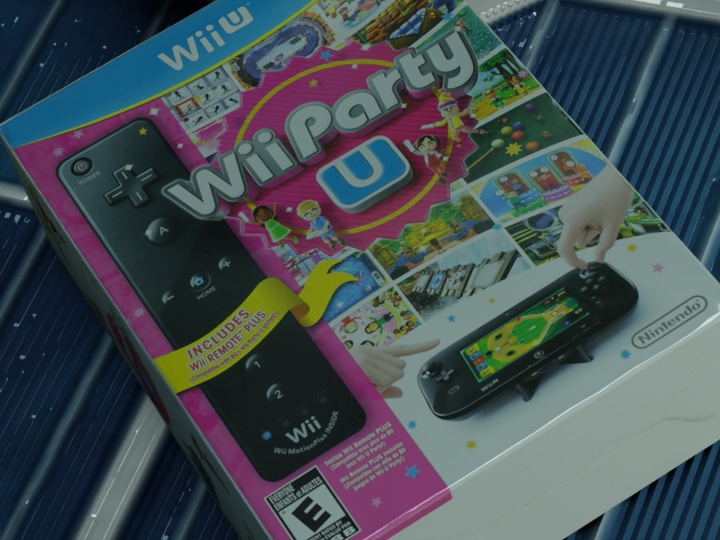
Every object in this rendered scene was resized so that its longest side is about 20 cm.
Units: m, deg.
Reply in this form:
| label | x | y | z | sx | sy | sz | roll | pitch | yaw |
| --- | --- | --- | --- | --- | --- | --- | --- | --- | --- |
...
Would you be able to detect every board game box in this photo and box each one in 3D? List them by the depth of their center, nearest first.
| label | x | y | z | sx | sy | sz | roll | pitch | yaw |
| --- | --- | --- | --- | --- | --- | --- | --- | --- | --- |
| board game box | 0.000 | 0.000 | 0.767 | 0.148 | 0.064 | 0.200 | -31 | 53 | -9 |
